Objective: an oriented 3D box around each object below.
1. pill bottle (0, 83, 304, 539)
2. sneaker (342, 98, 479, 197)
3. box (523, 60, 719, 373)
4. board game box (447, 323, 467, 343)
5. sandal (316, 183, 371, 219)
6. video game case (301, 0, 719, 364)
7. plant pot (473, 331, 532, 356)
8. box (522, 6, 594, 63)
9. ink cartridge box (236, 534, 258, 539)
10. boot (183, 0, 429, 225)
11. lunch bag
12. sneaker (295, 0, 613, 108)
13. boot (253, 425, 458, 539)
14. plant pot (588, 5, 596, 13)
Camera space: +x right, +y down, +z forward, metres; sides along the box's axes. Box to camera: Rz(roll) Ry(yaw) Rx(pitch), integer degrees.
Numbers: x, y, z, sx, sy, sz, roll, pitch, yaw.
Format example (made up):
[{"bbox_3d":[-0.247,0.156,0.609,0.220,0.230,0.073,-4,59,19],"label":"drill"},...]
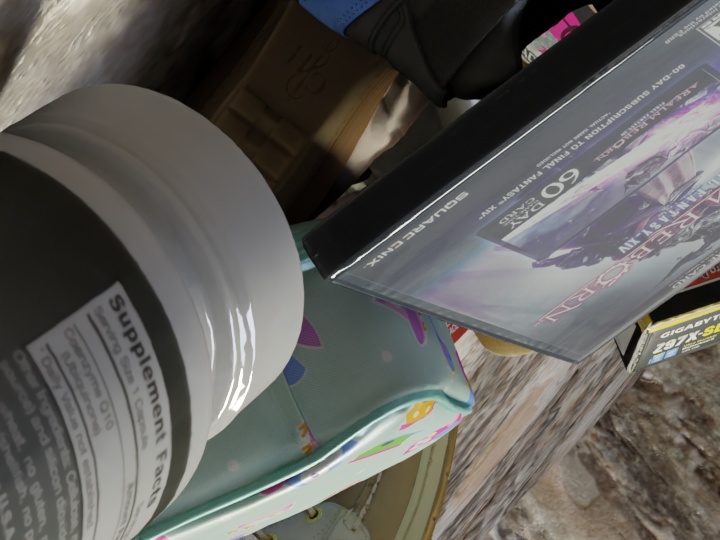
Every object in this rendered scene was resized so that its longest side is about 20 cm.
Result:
[{"bbox_3d":[-0.108,0.035,0.712,0.200,0.114,0.114,-39,167,-46],"label":"pill bottle"},{"bbox_3d":[0.000,-0.026,1.110,0.080,0.076,0.200,-32,163,-27],"label":"sneaker"},{"bbox_3d":[0.172,-0.062,1.246,0.199,0.160,0.049,-17,156,-16],"label":"box"},{"bbox_3d":[-0.007,0.027,1.209,0.103,0.020,0.200,-7,-160,30],"label":"board game box"},{"bbox_3d":[0.004,-0.001,1.034,0.202,0.050,0.082,-23,176,30],"label":"sandal"},{"bbox_3d":[0.082,-0.029,0.875,0.143,0.019,0.200,-37,158,15],"label":"video game case"},{"bbox_3d":[0.109,-0.050,1.410,0.200,0.027,0.200,-47,-159,25],"label":"plant pot"},{"bbox_3d":[0.170,-0.100,1.164,0.132,0.200,0.115,-43,168,-29],"label":"box"},{"bbox_3d":[-0.125,0.162,1.057,0.200,0.146,0.083,-43,170,-31],"label":"ink cartridge box"},{"bbox_3d":[0.009,-0.086,0.948,0.200,0.072,0.166,-46,-178,1],"label":"boot"},{"bbox_3d":[-0.067,0.054,0.927,0.200,0.077,0.160,-24,174,7],"label":"lunch bag"},{"bbox_3d":[0.066,-0.133,0.825,0.200,0.111,0.077,-47,171,-10],"label":"sneaker"},{"bbox_3d":[-0.056,0.111,1.175,0.072,0.154,0.201,89,24,-82],"label":"boot"},{"bbox_3d":[0.198,-0.135,0.945,0.187,0.200,0.188,-31,133,-40],"label":"plant pot"}]
